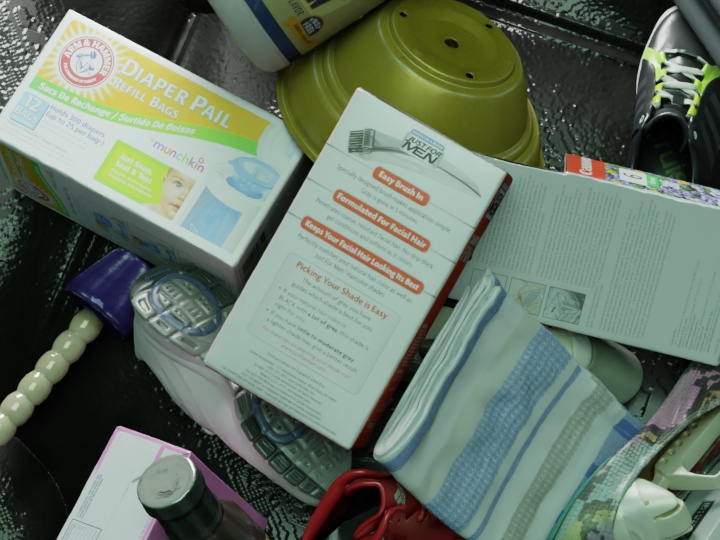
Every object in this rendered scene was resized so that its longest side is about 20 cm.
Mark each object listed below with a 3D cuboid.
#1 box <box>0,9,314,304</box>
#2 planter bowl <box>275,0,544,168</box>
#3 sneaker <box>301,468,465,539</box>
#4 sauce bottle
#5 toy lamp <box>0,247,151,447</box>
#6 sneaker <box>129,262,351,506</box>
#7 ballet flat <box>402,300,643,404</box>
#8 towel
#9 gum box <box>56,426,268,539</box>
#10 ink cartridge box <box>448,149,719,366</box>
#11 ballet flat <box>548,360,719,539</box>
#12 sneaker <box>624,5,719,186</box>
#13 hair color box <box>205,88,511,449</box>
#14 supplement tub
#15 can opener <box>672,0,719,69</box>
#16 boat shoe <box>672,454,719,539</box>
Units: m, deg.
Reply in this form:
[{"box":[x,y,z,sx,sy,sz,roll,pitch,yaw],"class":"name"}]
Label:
[{"box":[-0.141,-0.076,1.597,0.200,0.101,0.113,27,74,10],"class":"box"},{"box":[0.049,-0.128,1.568,0.200,0.084,0.201,16,40,-14],"class":"planter bowl"},{"box":[0.047,0.150,1.507,0.200,0.116,0.078,-35,74,-10],"class":"sneaker"},{"box":[-0.082,0.191,1.454,0.066,0.200,0.066,-15,47,17],"class":"sauce bottle"},{"box":[-0.215,0.069,1.573,0.058,0.058,0.200,35,75,12],"class":"toy lamp"},{"box":[-0.080,0.083,1.551,0.074,0.087,0.200,-32,69,-29],"class":"sneaker"},{"box":[0.094,0.055,1.564,0.199,0.064,0.068,8,60,4],"class":"ballet flat"},{"box":[0.104,0.112,1.498,0.024,0.200,0.147,11,63,52],"class":"towel"},{"box":[-0.151,0.218,1.482,0.066,0.114,0.200,16,70,34],"class":"gum box"},{"box":[0.156,-0.015,1.536,0.199,0.050,0.109,14,109,1],"class":"ink cartridge box"},{"box":[0.203,0.135,1.519,0.071,0.069,0.200,21,57,42],"class":"ballet flat"},{"box":[0.224,-0.101,1.606,0.071,0.083,0.201,10,72,5],"class":"sneaker"},{"box":[0.000,0.000,1.467,0.111,0.064,0.200,30,93,8],"class":"hair color box"},{"box":[-0.020,-0.241,1.534,0.200,0.144,0.145,-33,73,4],"class":"supplement tub"},{"box":[0.239,-0.227,1.640,0.066,0.053,0.200,-6,55,-30],"class":"can opener"},{"box":[0.251,0.173,1.526,0.200,0.071,0.064,-46,108,-21],"class":"boat shoe"}]
